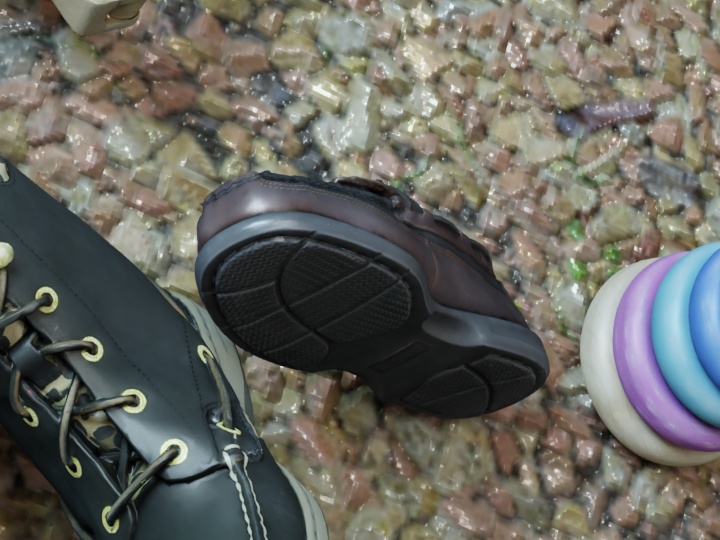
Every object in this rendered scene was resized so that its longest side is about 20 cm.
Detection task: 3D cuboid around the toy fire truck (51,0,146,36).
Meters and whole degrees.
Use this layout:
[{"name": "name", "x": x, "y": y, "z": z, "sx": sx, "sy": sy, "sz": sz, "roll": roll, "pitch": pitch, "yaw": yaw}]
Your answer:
[{"name": "toy fire truck", "x": -0.118, "y": -0.123, "z": 0.871, "sx": 0.141, "sy": 0.049, "sz": 0.200, "roll": 23, "pitch": 47, "yaw": -10}]

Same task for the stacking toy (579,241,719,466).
[{"name": "stacking toy", "x": 0.168, "y": 0.016, "z": 0.928, "sx": 0.085, "sy": 0.200, "sz": 0.085, "roll": 8, "pitch": 73, "yaw": -27}]

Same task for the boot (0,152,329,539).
[{"name": "boot", "x": -0.093, "y": 0.039, "z": 0.779, "sx": 0.073, "sy": 0.204, "sz": 0.154, "roll": -41, "pitch": 123, "yaw": 10}]

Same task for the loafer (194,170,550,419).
[{"name": "loafer", "x": 0.000, "y": 0.000, "z": 0.890, "sx": 0.200, "sy": 0.072, "sz": 0.063, "roll": 30, "pitch": 40, "yaw": -54}]
